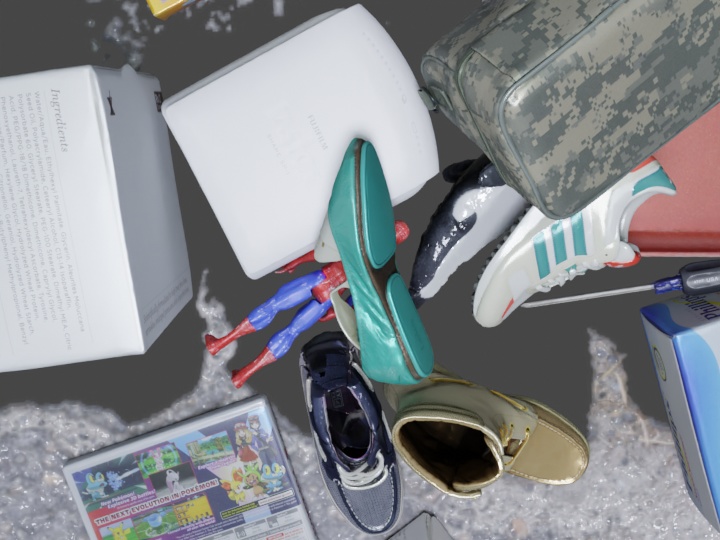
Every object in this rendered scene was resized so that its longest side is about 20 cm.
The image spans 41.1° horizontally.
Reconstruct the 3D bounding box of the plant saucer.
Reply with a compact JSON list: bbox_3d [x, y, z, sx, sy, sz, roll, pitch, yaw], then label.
[{"bbox_3d":[0.283,-0.115,0.813,0.196,0.037,0.204,0,100,1],"label":"plant saucer"}]

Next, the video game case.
[{"bbox_3d":[-0.148,0.229,0.878,0.196,0.023,0.185,-18,99,4],"label":"video game case"}]

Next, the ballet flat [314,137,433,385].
[{"bbox_3d":[0.000,0.000,0.760,0.069,0.067,0.204,-10,105,24],"label":"ballet flat"}]

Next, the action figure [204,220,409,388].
[{"bbox_3d":[-0.040,0.019,0.830,0.198,0.052,0.066,-35,103,1],"label":"action figure"}]

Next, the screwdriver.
[{"bbox_3d":[0.238,0.019,0.833,0.196,0.028,0.029,-14,125,16],"label":"screwdriver"}]

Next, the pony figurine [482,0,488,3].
[{"bbox_3d":[0.042,-0.277,0.726,0.196,0.193,0.170,-6,97,20],"label":"pony figurine"}]

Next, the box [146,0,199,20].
[{"bbox_3d":[-0.158,-0.324,0.777,0.117,0.042,0.203,-25,101,4],"label":"box"}]

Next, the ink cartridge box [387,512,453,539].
[{"bbox_3d":[0.028,0.343,0.865,0.199,0.084,0.147,-38,98,6],"label":"ink cartridge box"}]

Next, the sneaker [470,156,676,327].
[{"bbox_3d":[0.172,-0.017,0.778,0.093,0.070,0.201,40,107,15],"label":"sneaker"}]

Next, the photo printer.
[{"bbox_3d":[-0.041,-0.110,0.797,0.197,0.069,0.169,-26,99,4],"label":"photo printer"}]

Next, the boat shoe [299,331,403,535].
[{"bbox_3d":[-0.005,0.160,0.816,0.073,0.093,0.203,-19,111,0],"label":"boat shoe"}]

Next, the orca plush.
[{"bbox_3d":[0.095,-0.056,0.824,0.104,0.071,0.201,15,116,-47],"label":"orca plush"}]

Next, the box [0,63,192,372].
[{"bbox_3d":[-0.222,-0.047,0.742,0.128,0.199,0.204,-8,99,2],"label":"box"}]

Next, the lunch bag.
[{"bbox_3d":[0.152,-0.162,0.703,0.199,0.168,0.140,-38,131,0],"label":"lunch bag"}]

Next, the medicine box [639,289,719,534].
[{"bbox_3d":[0.363,0.099,0.815,0.196,0.103,0.185,-18,99,2],"label":"medicine box"}]

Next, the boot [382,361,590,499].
[{"bbox_3d":[0.112,0.145,0.796,0.197,0.156,0.074,27,99,-5],"label":"boot"}]
